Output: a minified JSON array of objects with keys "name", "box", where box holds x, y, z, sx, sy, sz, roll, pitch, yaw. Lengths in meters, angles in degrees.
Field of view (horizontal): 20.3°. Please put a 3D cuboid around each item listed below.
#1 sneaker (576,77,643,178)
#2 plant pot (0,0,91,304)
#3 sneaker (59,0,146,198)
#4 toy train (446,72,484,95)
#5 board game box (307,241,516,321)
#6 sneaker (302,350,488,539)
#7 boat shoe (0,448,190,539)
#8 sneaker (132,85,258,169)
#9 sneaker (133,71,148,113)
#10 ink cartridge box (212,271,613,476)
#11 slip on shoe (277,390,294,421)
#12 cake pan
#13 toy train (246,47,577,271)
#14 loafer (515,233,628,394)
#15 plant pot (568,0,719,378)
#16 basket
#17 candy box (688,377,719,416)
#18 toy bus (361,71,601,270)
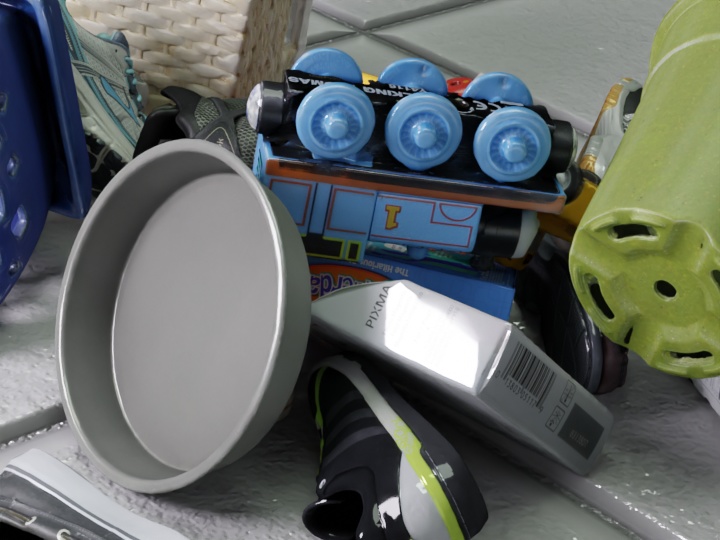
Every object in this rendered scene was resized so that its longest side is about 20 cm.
[{"name":"sneaker","box":[0.208,-0.077,1.524,0.087,0.076,0.200,22,32,2]},{"name":"plant pot","box":[-0.293,-0.096,1.302,0.199,0.201,0.180,19,43,31]},{"name":"sneaker","box":[-0.180,-0.121,1.414,0.077,0.200,0.087,-2,44,53]},{"name":"toy train","box":[0.035,-0.090,1.432,0.114,0.085,0.200,-6,26,9]},{"name":"board game box","box":[0.000,0.000,1.286,0.198,0.045,0.152,14,8,4]},{"name":"sneaker","box":[-0.004,0.107,1.118,0.082,0.072,0.200,-32,24,-11]},{"name":"boat shoe","box":[-0.127,0.157,1.025,0.199,0.069,0.057,26,53,39]},{"name":"sneaker","box":[-0.087,-0.093,1.376,0.113,0.077,0.199,12,14,5]},{"name":"sneaker","box":[-0.254,-0.144,1.489,0.198,0.079,0.078,6,35,-2]},{"name":"ink cartridge box","box":[0.033,0.043,1.178,0.199,0.057,0.162,29,-5,35]},{"name":"slip on shoe","box":[-0.106,0.029,1.272,0.074,0.062,0.200,-16,32,-30]},{"name":"cake pan","box":[-0.101,0.027,1.150,0.037,0.202,0.200,13,14,-45]},{"name":"toy train","box":[0.027,-0.061,1.190,0.198,0.115,0.087,7,25,-10]},{"name":"loafer","box":[0.148,0.019,1.318,0.062,0.073,0.200,2,24,-12]},{"name":"plant pot","box":[0.218,-0.041,1.191,0.199,0.201,0.190,20,49,28]},{"name":"basket","box":[-0.149,-0.205,1.553,0.198,0.200,0.161,20,35,7]},{"name":"candy box","box":[0.299,0.047,1.273,0.166,0.072,0.200,-6,28,-17]},{"name":"toy bus","box":[0.066,-0.063,1.288,0.199,0.079,0.065,30,5,21]}]
